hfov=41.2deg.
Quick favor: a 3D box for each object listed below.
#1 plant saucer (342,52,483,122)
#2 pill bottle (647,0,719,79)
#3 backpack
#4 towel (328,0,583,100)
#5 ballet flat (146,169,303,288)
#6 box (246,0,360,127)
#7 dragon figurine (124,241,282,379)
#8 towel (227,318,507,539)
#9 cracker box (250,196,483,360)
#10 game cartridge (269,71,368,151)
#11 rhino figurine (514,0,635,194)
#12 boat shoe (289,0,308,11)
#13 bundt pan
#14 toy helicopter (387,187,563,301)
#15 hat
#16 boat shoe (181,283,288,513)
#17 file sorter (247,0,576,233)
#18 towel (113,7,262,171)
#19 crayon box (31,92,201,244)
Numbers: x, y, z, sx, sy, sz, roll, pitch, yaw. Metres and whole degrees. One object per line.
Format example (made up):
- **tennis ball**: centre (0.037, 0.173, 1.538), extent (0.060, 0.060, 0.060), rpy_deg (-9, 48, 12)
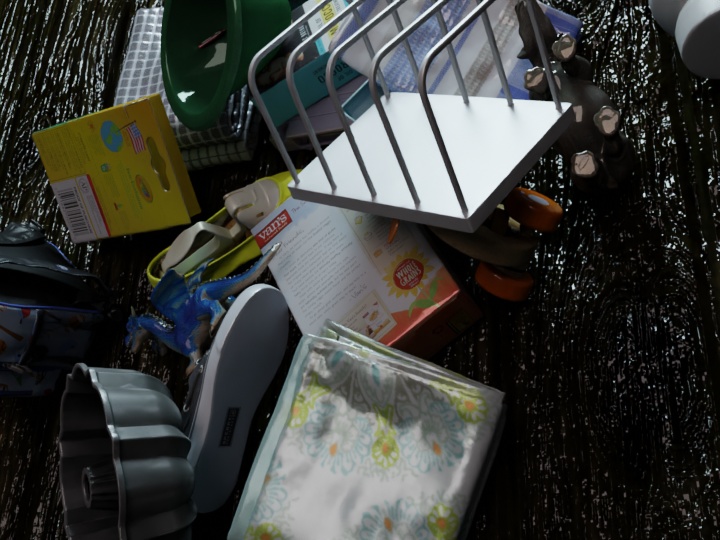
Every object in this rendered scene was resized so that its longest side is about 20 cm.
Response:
- **plant saucer**: centre (0.072, -0.194, 0.883), extent (0.070, 0.019, 0.200), rpy_deg (39, 78, 26)
- **pill bottle**: centre (0.282, -0.259, 0.774), extent (0.111, 0.112, 0.203), rpy_deg (-15, 57, 23)
- **backpack**: centre (-0.373, 0.033, 0.960), extent (0.199, 0.189, 0.156), rpy_deg (30, 97, 39)
- **towel**: centre (0.085, -0.209, 0.856), extent (0.198, 0.024, 0.148), rpy_deg (31, 79, 5)
- **ballet flat**: centre (-0.125, -0.038, 0.926), extent (0.199, 0.067, 0.067), rpy_deg (-36, 53, 8)
- **box**: centre (-0.024, -0.232, 0.944), extent (0.198, 0.049, 0.083), rpy_deg (-30, 53, 14)
- **dragon figurine**: centre (-0.152, 0.028, 0.875), extent (0.100, 0.058, 0.201), rpy_deg (47, 125, 20)
- **towel**: centre (0.003, 0.155, 0.715), extent (0.169, 0.048, 0.203), rpy_deg (19, 85, 24)
- **cracker box**: centre (0.000, 0.000, 0.835), extent (0.133, 0.058, 0.201), rpy_deg (-38, 52, 9)
- **game cartridge**: centre (0.008, -0.189, 0.953), extent (0.197, 0.038, 0.132), rpy_deg (-4, 59, 30)
- **rhino figurine**: centre (0.166, -0.148, 0.784), extent (0.059, 0.087, 0.203), rpy_deg (-27, 63, 15)
- **boat shoe**: centre (-0.046, -0.302, 1.011), extent (0.063, 0.071, 0.201), rpy_deg (25, 68, 34)
- **bundt pan**: centre (-0.193, 0.176, 0.798), extent (0.201, 0.075, 0.206), rpy_deg (7, 98, 59)
- **toy helicopter**: centre (0.068, -0.059, 0.795), extent (0.080, 0.130, 0.201), rpy_deg (-69, 27, 22)
- **hat**: centre (-0.083, -0.235, 0.939), extent (0.166, 0.174, 0.202), rpy_deg (51, 132, 38)
- **boat shoe**: centre (-0.121, 0.104, 0.831), extent (0.066, 0.069, 0.204), rpy_deg (21, 98, 45)
- **file sorter**: centre (0.031, -0.133, 0.722), extent (0.198, 0.126, 0.139), rpy_deg (14, 49, 46)
- **towel**: centre (-0.182, -0.208, 1.044), extent (0.163, 0.086, 0.203), rpy_deg (-8, 60, 26)
- **crayon box**: centre (-0.241, -0.101, 0.976), extent (0.198, 0.129, 0.051), rpy_deg (-4, 19, 40)
